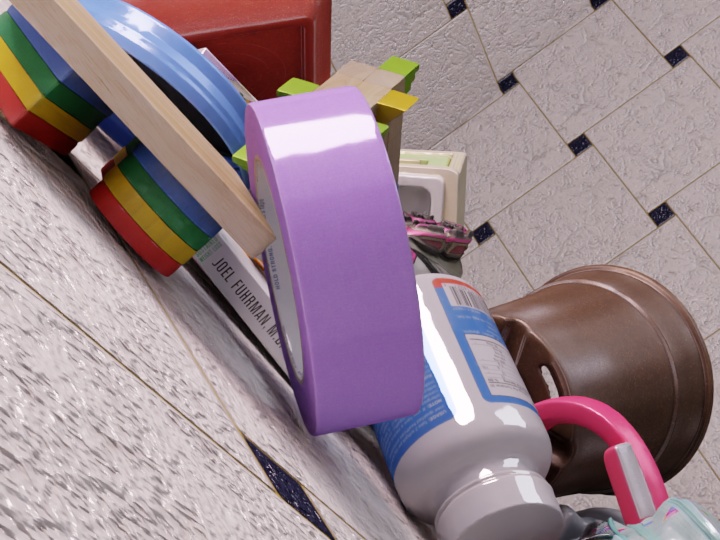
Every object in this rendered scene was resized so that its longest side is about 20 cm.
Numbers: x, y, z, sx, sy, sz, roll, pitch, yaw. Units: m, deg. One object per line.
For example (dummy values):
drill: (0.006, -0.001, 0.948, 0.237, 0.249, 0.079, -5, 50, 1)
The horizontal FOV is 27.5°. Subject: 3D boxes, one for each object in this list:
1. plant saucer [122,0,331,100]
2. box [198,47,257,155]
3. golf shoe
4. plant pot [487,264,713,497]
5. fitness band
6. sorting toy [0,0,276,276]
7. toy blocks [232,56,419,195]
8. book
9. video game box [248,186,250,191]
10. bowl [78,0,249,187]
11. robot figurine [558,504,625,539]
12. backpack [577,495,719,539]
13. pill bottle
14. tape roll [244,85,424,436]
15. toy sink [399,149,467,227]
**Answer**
plant saucer: (-0.119, -0.170, 1.254, 0.200, 0.199, 0.037, 94, -15, -64)
box: (-0.079, -0.099, 1.209, 0.200, 0.039, 0.041, 45, -20, -25)
golf shoe: (0.000, 0.000, 1.073, 0.200, 0.092, 0.073, 6, 12, -40)
plant pot: (0.154, 0.102, 1.192, 0.200, 0.200, 0.198, 48, 30, 23)
fitness band: (0.158, 0.188, 1.033, 0.037, 0.144, 0.200, -5, 74, -38)
sorting toy: (-0.154, -0.089, 0.881, 0.200, 0.070, 0.199, 48, 1, -19)
toy blocks: (-0.024, -0.069, 1.154, 0.100, 0.200, 0.137, 20, -51, 22)
book: (-0.087, 0.004, 1.063, 0.200, 0.048, 0.134, 51, 2, 3)
video game box: (-0.087, -0.114, 1.397, 0.047, 0.182, 0.200, 64, -4, -17)
bowl: (-0.160, -0.135, 1.143, 0.200, 0.039, 0.201, 32, -19, 13)
robot figurine: (0.210, 0.271, 1.199, 0.169, 0.113, 0.200, 22, -20, 51)
backpack: (0.183, 0.229, 0.863, 0.176, 0.153, 0.200, 53, 10, 9)
pill bottle: (0.066, 0.108, 1.025, 0.112, 0.112, 0.200, 47, 17, -47)
tape roll: (-0.018, -0.006, 0.873, 0.200, 0.065, 0.201, 168, -90, -82)
toy sink: (0.031, -0.054, 1.405, 0.200, 0.130, 0.112, -59, 152, -74)
